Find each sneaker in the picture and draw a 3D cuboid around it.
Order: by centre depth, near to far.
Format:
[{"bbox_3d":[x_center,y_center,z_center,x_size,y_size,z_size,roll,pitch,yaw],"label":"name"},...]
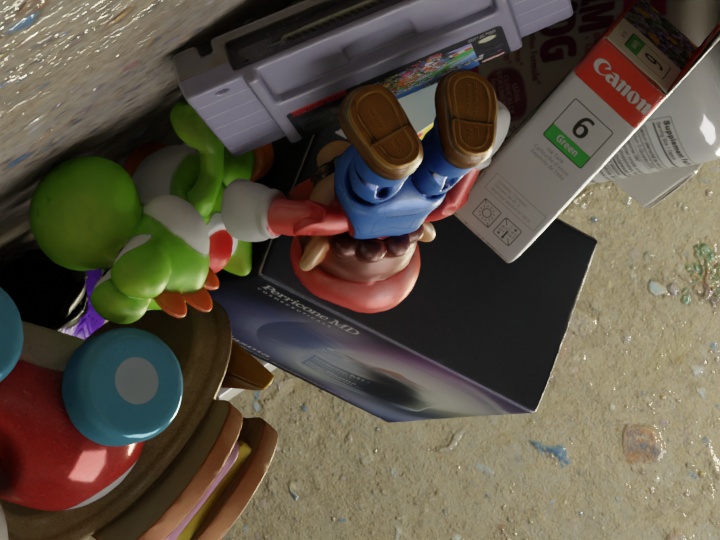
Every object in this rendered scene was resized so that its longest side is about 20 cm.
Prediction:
[{"bbox_3d":[-0.196,0.020,1.695,0.099,0.070,0.200,-38,177,31],"label":"sneaker"}]

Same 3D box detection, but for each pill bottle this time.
[{"bbox_3d":[0.161,-0.114,1.613,0.199,0.114,0.113,-11,-174,20],"label":"pill bottle"}]

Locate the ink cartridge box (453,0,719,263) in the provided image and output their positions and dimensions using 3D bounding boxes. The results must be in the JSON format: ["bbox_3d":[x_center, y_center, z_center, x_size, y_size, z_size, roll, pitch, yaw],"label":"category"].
[{"bbox_3d":[0.139,-0.101,1.502,0.200,0.050,0.109,-49,179,23],"label":"ink cartridge box"}]

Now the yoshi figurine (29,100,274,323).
[{"bbox_3d":[-0.120,-0.043,1.493,0.111,0.113,0.200,6,-157,10],"label":"yoshi figurine"}]

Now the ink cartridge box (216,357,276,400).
[{"bbox_3d":[-0.059,-0.021,1.830,0.200,0.146,0.084,-34,178,-13],"label":"ink cartridge box"}]

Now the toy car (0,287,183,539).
[{"bbox_3d":[-0.210,0.125,1.449,0.184,0.176,0.201,-19,-125,62],"label":"toy car"}]

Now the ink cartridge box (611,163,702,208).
[{"bbox_3d":[0.206,-0.169,1.875,0.200,0.146,0.083,-54,-174,-26],"label":"ink cartridge box"}]

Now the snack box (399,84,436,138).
[{"bbox_3d":[0.060,-0.141,2.034,0.199,0.068,0.169,-33,178,1],"label":"snack box"}]

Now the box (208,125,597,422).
[{"bbox_3d":[0.000,0.000,1.660,0.198,0.199,0.124,-12,-126,64],"label":"box"}]

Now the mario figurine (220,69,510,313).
[{"bbox_3d":[0.002,-0.056,1.452,0.200,0.123,0.106,127,-14,-63],"label":"mario figurine"}]

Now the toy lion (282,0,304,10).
[{"bbox_3d":[0.033,-0.157,1.468,0.191,0.069,0.200,-25,173,-28],"label":"toy lion"}]

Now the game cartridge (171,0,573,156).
[{"bbox_3d":[0.011,-0.118,1.399,0.199,0.039,0.130,-22,162,4],"label":"game cartridge"}]

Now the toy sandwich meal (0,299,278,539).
[{"bbox_3d":[-0.128,0.100,1.591,0.205,0.070,0.206,-35,-152,22],"label":"toy sandwich meal"}]
